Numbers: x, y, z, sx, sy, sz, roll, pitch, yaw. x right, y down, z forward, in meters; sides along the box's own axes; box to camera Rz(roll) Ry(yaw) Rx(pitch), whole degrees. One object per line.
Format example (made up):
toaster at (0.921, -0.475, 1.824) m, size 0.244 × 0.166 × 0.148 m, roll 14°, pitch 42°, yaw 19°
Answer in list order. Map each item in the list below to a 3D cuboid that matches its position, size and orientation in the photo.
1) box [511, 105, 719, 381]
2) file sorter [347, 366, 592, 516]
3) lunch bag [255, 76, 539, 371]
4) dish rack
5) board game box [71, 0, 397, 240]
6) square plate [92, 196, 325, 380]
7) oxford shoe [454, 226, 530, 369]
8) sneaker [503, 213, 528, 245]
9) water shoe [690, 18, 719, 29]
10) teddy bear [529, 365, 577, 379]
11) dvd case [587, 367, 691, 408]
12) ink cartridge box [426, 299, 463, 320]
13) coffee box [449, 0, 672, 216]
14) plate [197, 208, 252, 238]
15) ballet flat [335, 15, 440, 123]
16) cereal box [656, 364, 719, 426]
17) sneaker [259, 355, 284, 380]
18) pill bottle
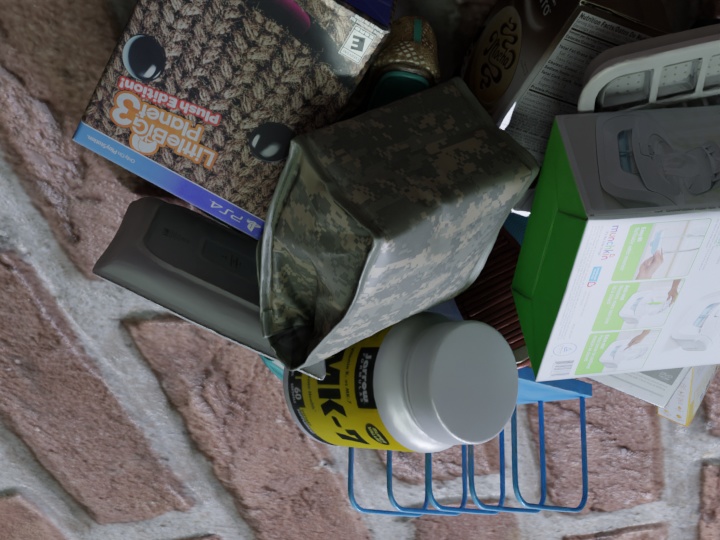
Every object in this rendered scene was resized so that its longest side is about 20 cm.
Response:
box at (0.215, -0.015, 0.834) m, size 0.174 × 0.097 × 0.201 m, roll -6°, pitch 144°, yaw -6°
file sorter at (0.101, 0.166, 1.096) m, size 0.199 × 0.124 × 0.138 m, roll -12°, pitch 162°, yaw 38°
lunch bag at (0.014, -0.023, 0.855) m, size 0.163 × 0.118 × 0.201 m, roll -25°, pitch 154°, yaw -33°
dish rack at (0.232, -0.104, 0.839) m, size 0.170 × 0.044 × 0.201 m, roll -13°, pitch 144°, yaw -1°
board game box at (-0.089, -0.153, 0.835) m, size 0.158 × 0.097 × 0.201 m, roll 27°, pitch 124°, yaw -12°
square plate at (-0.113, 0.003, 0.973) m, size 0.197 × 0.200 × 0.029 m, roll 26°, pitch 106°, yaw -10°
oxford shoe at (0.104, -0.007, 1.003) m, size 0.070 × 0.202 × 0.075 m, roll -20°, pitch 164°, yaw 0°
sneaker at (0.189, -0.037, 1.060) m, size 0.079 × 0.131 × 0.201 m, roll -37°, pitch 94°, yaw 22°
water shoe at (0.262, -0.115, 0.961) m, size 0.071 × 0.079 × 0.201 m, roll 20°, pitch 138°, yaw -4°
teddy bear at (0.237, 0.066, 1.151) m, size 0.199 × 0.145 × 0.067 m, roll -33°, pitch 95°, yaw 25°
dvd case at (0.238, 0.009, 0.971) m, size 0.149 × 0.025 × 0.201 m, roll 22°, pitch 117°, yaw -8°
ink cartridge box at (0.049, 0.081, 1.172) m, size 0.199 × 0.048 × 0.160 m, roll 11°, pitch 133°, yaw -48°
coffee box at (0.139, -0.154, 0.884) m, size 0.079 × 0.114 × 0.201 m, roll 14°, pitch 137°, yaw -19°
plate at (-0.068, -0.063, 1.007) m, size 0.198 × 0.026 × 0.201 m, roll 7°, pitch 155°, yaw 3°
ballet flat at (0.019, -0.137, 0.925) m, size 0.070 × 0.066 × 0.200 m, roll 16°, pitch 158°, yaw -15°
cereal box at (0.330, 0.036, 1.105) m, size 0.039 × 0.144 × 0.201 m, roll 22°, pitch 147°, yaw 27°
sneaker at (-0.087, 0.059, 1.149) m, size 0.077 × 0.080 × 0.201 m, roll -10°, pitch 140°, yaw 9°
pill bottle at (0.031, 0.093, 0.974) m, size 0.114 × 0.115 × 0.199 m, roll 27°, pitch 160°, yaw -31°
